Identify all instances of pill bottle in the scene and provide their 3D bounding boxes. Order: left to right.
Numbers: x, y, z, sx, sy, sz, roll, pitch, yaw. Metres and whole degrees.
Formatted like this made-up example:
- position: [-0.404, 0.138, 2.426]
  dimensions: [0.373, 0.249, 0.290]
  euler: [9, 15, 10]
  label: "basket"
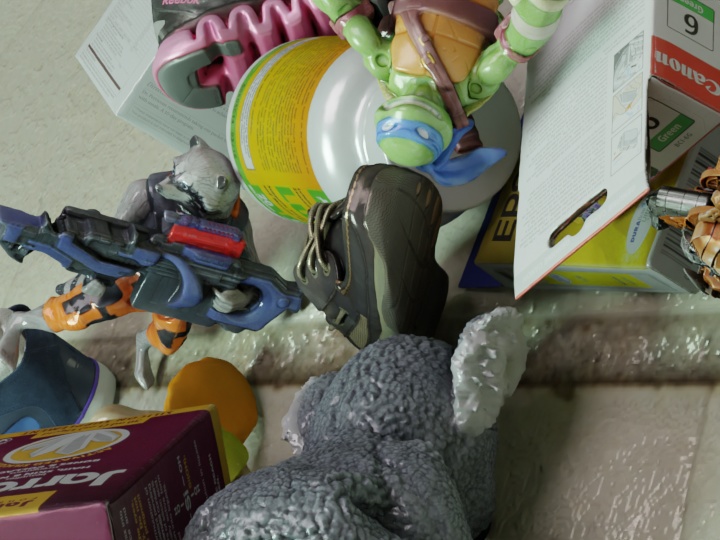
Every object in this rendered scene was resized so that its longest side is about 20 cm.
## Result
- position: [0.009, -0.077, 1.395]
  dimensions: [0.111, 0.111, 0.200]
  euler: [-65, 23, -7]
  label: "pill bottle"

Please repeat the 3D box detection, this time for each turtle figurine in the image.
- position: [0.038, -0.163, 1.225]
  dimensions: [0.144, 0.200, 0.194]
  euler: [-17, 40, 43]
  label: "turtle figurine"

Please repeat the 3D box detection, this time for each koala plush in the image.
- position: [0.013, 0.110, 1.232]
  dimensions: [0.177, 0.184, 0.200]
  euler: [-24, 35, 43]
  label: "koala plush"

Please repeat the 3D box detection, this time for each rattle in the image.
- position: [-0.128, 0.164, 1.466]
  dimensions: [0.143, 0.130, 0.200]
  euler: [-125, 42, -67]
  label: "rattle"

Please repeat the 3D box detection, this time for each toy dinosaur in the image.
- position: [0.188, -0.012, 1.089]
  dimensions: [0.200, 0.136, 0.102]
  euler: [-15, -57, -77]
  label: "toy dinosaur"

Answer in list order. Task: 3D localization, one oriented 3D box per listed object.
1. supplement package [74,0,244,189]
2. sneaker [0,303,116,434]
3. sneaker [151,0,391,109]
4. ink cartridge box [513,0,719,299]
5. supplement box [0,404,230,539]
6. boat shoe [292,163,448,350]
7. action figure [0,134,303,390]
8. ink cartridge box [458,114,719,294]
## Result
- position: [-0.075, -0.176, 1.618]
  dimensions: [0.200, 0.109, 0.114]
  euler: [-54, 31, 10]
  label: "supplement package"
- position: [-0.270, 0.106, 1.633]
  dimensions: [0.200, 0.146, 0.081]
  euler: [-48, 34, 18]
  label: "sneaker"
- position: [-0.037, -0.170, 1.512]
  dimensions: [0.200, 0.079, 0.095]
  euler: [-15, 52, -5]
  label: "sneaker"
- position: [0.128, -0.080, 1.214]
  dimensions: [0.109, 0.050, 0.200]
  euler: [-42, 31, 44]
  label: "ink cartridge box"
- position: [-0.147, 0.143, 1.238]
  dimensions: [0.131, 0.103, 0.200]
  euler: [-8, 9, 12]
  label: "supplement box"
- position: [0.000, 0.000, 1.310]
  dimensions: [0.200, 0.073, 0.075]
  euler: [81, -153, -65]
  label: "boat shoe"
- position: [-0.146, -0.012, 1.507]
  dimensions: [0.193, 0.200, 0.105]
  euler: [-45, 38, 33]
  label: "action figure"
- position: [0.132, -0.084, 1.321]
  dimensions: [0.200, 0.047, 0.198]
  euler: [2, 67, 53]
  label: "ink cartridge box"
